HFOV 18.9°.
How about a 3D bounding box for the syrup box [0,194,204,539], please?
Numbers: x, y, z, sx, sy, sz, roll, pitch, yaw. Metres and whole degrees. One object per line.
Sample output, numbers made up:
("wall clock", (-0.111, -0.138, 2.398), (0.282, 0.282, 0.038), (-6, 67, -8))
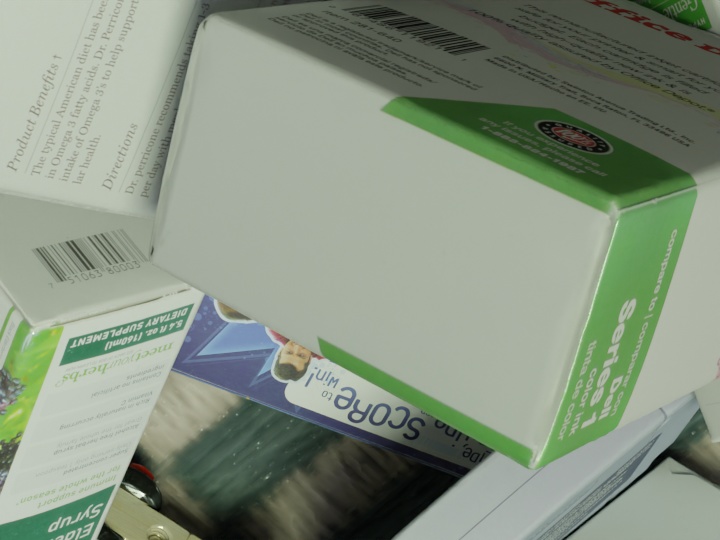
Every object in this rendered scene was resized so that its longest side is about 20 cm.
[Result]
("syrup box", (-0.136, 0.057, 0.800), (0.079, 0.081, 0.200), (-15, 142, -41))

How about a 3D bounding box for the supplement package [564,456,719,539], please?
("supplement package", (0.123, 0.199, 0.889), (0.200, 0.156, 0.111), (-32, 141, -37))

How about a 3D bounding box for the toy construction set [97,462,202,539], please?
("toy construction set", (-0.096, 0.159, 0.932), (0.200, 0.092, 0.131), (22, 136, -12))

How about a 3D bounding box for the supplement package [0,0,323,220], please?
("supplement package", (-0.126, -0.100, 0.657), (0.200, 0.117, 0.117), (11, 112, -36))

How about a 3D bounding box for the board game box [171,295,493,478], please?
("board game box", (0.000, 0.000, 0.890), (0.200, 0.034, 0.135), (22, 111, -19))

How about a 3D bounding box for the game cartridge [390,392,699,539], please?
("game cartridge", (0.058, 0.100, 0.865), (0.200, 0.042, 0.133), (-38, 162, -19))

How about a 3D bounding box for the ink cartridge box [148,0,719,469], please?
("ink cartridge box", (0.057, -0.026, 0.671), (0.200, 0.145, 0.084), (-17, 127, -53))

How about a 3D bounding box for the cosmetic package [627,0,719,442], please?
("cosmetic package", (0.153, -0.046, 0.798), (0.085, 0.108, 0.200), (-19, 87, -26))
